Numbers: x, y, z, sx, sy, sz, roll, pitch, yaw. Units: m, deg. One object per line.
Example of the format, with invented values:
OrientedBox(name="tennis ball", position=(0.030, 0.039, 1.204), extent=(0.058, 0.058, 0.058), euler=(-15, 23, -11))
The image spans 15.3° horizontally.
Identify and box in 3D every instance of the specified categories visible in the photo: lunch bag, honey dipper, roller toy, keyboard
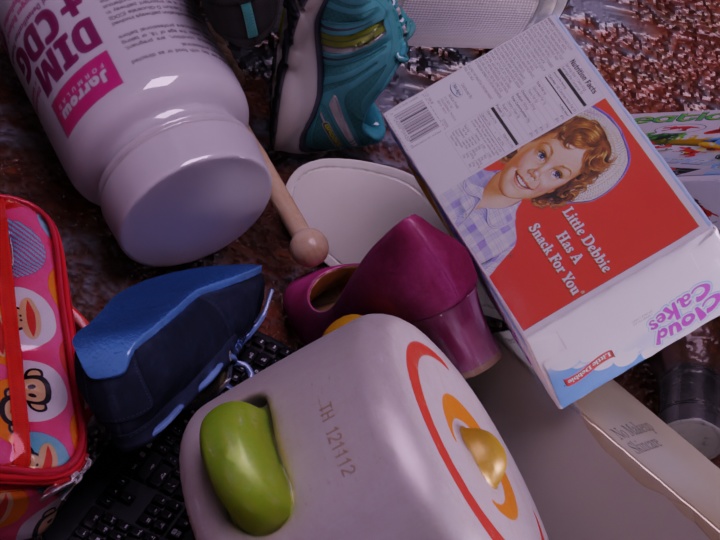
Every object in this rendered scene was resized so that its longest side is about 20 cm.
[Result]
OrientedBox(name="lunch bag", position=(-0.217, 0.049, 1.417), extent=(0.176, 0.082, 0.200), euler=(5, 49, -22))
OrientedBox(name="honey dipper", position=(-0.066, -0.073, 1.586), extent=(0.038, 0.038, 0.200), euler=(-6, 45, -25))
OrientedBox(name="roller toy", position=(0.011, 0.120, 1.343), extent=(0.183, 0.140, 0.200), euler=(59, 13, -3))
OrientedBox(name="keyboard", position=(-0.079, 0.098, 1.447), extent=(0.104, 0.040, 0.200), euler=(28, 47, 7))

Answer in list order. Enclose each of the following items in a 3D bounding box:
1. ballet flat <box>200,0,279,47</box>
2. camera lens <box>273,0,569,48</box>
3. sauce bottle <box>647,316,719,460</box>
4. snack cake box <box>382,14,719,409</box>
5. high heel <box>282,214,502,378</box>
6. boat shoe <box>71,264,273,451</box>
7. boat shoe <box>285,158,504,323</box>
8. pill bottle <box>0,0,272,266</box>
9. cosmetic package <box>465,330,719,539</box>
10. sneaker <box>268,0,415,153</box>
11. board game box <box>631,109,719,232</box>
OrientedBox(name="ballet flat", position=(-0.080, -0.185, 1.586), extent=(0.068, 0.068, 0.200), euler=(-15, 27, 4))
OrientedBox(name="camera lens", position=(0.031, -0.221, 1.685), extent=(0.200, 0.160, 0.160), euler=(0, 50, -20))
OrientedBox(name="sauce bottle", position=(0.196, 0.025, 1.594), extent=(0.066, 0.066, 0.200), euler=(16, 46, -6))
OrientedBox(name="snack cake box", position=(0.106, -0.036, 1.444), extent=(0.115, 0.067, 0.200), euler=(-29, 46, 0))
OrientedBox(name="high heel", position=(0.000, 0.000, 1.463), extent=(0.067, 0.096, 0.200), euler=(-34, 23, -16))
OrientedBox(name="boat shoe", position=(-0.105, 0.045, 1.443), extent=(0.084, 0.069, 0.200), euler=(-6, 12, 25))
OrientedBox(name="boat shoe", position=(0.050, -0.012, 1.591), extent=(0.200, 0.073, 0.062), euler=(20, 3, 7))
OrientedBox(name="pill bottle", position=(-0.133, -0.107, 1.557), extent=(0.113, 0.113, 0.200), euler=(-11, 54, -28))
OrientedBox(name="cosmetic package", position=(0.140, 0.121, 1.458), extent=(0.200, 0.073, 0.104), euler=(41, 16, 15))
OrientedBox(name="sneaker", position=(-0.006, -0.150, 1.580), extent=(0.080, 0.200, 0.078), euler=(3, 47, -8))
OrientedBox(name="board game box", position=(0.182, -0.057, 1.535), extent=(0.200, 0.035, 0.126), euler=(-1, 21, 25))
